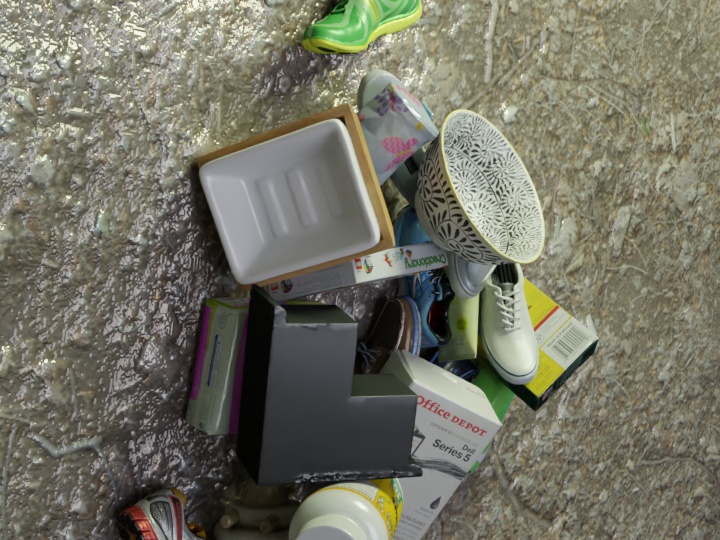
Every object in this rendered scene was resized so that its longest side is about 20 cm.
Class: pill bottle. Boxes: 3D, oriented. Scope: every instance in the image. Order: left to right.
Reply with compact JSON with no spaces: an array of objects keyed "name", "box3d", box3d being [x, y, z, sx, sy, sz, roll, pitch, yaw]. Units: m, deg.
[{"name":"pill bottle","box3d":[-0.018,0.286,1.277,0.200,0.111,0.114,-42,136,-77]}]

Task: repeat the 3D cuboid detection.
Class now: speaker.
[{"name":"speaker","box3d":[0.168,0.178,1.605,0.088,0.088,0.201,42,71,-40]}]

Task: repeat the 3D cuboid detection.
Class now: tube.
[{"name":"tube","box3d":[0.135,0.021,1.528,0.058,0.051,0.202,65,29,-77]}]

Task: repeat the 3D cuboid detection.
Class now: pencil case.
[{"name":"pencil case","box3d":[-0.002,-0.125,1.322,0.200,0.083,0.090,-43,148,14]}]

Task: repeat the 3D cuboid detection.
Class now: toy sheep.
[{"name":"toy sheep","box3d":[-0.115,0.335,1.340,0.137,0.137,0.202,4,92,-43]}]

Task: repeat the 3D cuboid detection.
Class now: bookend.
[{"name":"bookend","box3d":[-0.027,0.125,1.269,0.197,0.092,0.202,0,104,-22]}]

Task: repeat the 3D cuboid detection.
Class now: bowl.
[{"name":"bowl","box3d":[0.127,-0.083,1.376,0.200,0.094,0.202,33,43,-37]}]

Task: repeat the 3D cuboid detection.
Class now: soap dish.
[{"name":"soap dish","box3d":[-0.067,-0.079,1.246,0.081,0.198,0.159,-32,105,-64]}]

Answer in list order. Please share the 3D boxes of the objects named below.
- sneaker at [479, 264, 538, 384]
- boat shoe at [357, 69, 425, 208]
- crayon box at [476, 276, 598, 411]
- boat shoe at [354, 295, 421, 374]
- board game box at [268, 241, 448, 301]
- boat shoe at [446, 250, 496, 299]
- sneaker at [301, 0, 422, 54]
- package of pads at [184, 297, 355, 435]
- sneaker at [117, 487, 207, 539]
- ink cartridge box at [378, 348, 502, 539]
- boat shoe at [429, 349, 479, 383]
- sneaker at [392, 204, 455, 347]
[{"name":"sneaker","box3d":[0.190,0.052,1.512,0.072,0.202,0.071,-11,149,-4]},{"name":"boat shoe","box3d":[0.039,-0.171,1.415,0.074,0.086,0.203,-36,128,-4]},{"name":"crayon box","box3d":[0.209,0.079,1.566,0.127,0.200,0.051,-40,156,-19]},{"name":"boat shoe","box3d":[0.020,0.127,1.463,0.072,0.072,0.202,14,90,-40]},{"name":"board game box","box3d":[0.000,0.000,1.351,0.199,0.125,0.035,-10,88,-54]},{"name":"boat shoe","box3d":[0.169,-0.056,1.486,0.070,0.071,0.202,38,56,-29]},{"name":"sneaker","box3d":[-0.004,-0.309,1.351,0.200,0.074,0.084,-37,125,-42]},{"name":"package of pads","box3d":[-0.103,0.111,1.348,0.199,0.068,0.156,7,95,-44]},{"name":"sneaker","box3d":[-0.199,0.337,1.298,0.082,0.077,0.202,-35,121,-32]},{"name":"ink cartridge box","box3d":[0.057,0.221,1.425,0.145,0.084,0.201,27,105,-24]},{"name":"boat shoe","box3d":[0.090,0.187,1.526,0.201,0.068,0.084,-54,161,-19]},{"name":"sneaker","box3d":[0.094,0.006,1.493,0.078,0.089,0.202,-18,110,-39]}]
